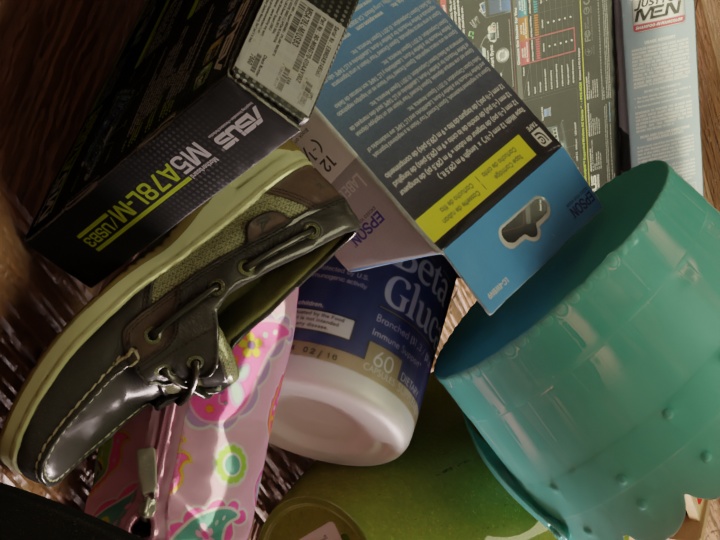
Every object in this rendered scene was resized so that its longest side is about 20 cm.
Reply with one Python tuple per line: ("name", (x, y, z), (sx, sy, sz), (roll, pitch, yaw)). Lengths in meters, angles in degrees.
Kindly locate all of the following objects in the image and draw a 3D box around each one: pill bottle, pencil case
("pill bottle", (0.000, 0.000, 1.134), (0.111, 0.110, 0.201), (60, 41, -53))
("pencil case", (-0.082, 0.057, 0.983), (0.087, 0.087, 0.202), (41, 58, -62))

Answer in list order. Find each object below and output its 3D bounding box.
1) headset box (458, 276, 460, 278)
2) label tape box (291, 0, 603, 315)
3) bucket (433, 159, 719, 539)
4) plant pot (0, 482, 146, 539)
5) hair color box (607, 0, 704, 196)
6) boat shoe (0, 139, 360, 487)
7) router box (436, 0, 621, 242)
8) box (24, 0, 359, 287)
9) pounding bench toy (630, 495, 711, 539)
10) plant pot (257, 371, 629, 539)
("headset box", (0.134, -0.095, 1.475), (0.200, 0.074, 0.150), (-43, 133, -57))
("label tape box", (0.022, -0.069, 1.063), (0.200, 0.066, 0.143), (50, 43, 1))
("bucket", (0.148, 0.047, 1.104), (0.135, 0.207, 0.207), (47, 37, -8))
("plant pot", (-0.114, 0.232, 0.826), (0.200, 0.176, 0.201), (-53, 140, -50))
("hair color box", (0.187, -0.109, 1.368), (0.060, 0.099, 0.202), (-13, 111, -19))
("boat shoe", (-0.081, 0.027, 0.910), (0.201, 0.066, 0.072), (-47, 163, -13))
("router box", (0.093, -0.117, 1.300), (0.149, 0.062, 0.202), (-17, 114, -27))
("box", (-0.060, -0.110, 0.894), (0.047, 0.193, 0.201), (33, 54, -17))
("pounding bench toy", (0.246, 0.118, 1.718), (0.156, 0.123, 0.201), (60, 40, -53))
("plant pot", (0.034, 0.158, 1.193), (0.199, 0.186, 0.189), (-11, 105, -52))
